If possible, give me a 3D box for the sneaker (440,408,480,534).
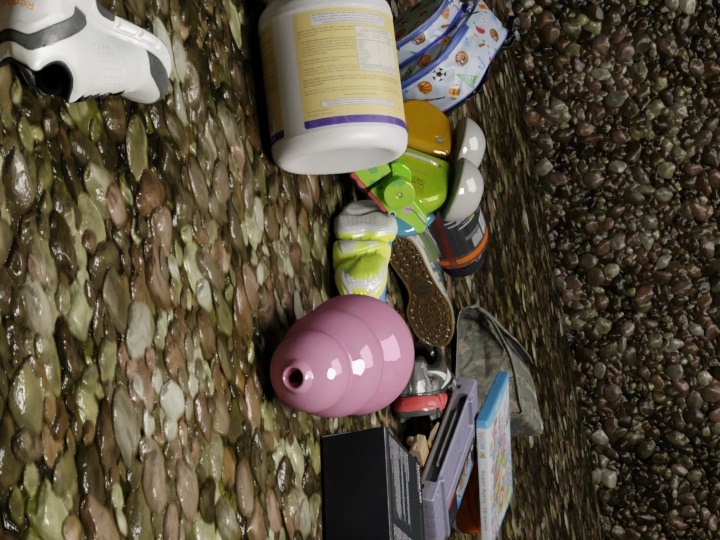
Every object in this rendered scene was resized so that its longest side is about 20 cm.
[{"bbox_3d":[0.158,0.279,2.054,0.073,0.077,0.201,5,74,-73],"label":"sneaker"}]

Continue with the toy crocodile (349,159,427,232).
[{"bbox_3d":[0.013,-0.120,1.656,0.200,0.062,0.068,49,15,-28],"label":"toy crocodile"}]

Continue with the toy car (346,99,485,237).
[{"bbox_3d":[0.061,-0.125,1.830,0.200,0.174,0.150,-83,-165,-48],"label":"toy car"}]

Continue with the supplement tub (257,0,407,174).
[{"bbox_3d":[-0.032,-0.213,1.494,0.145,0.145,0.201,21,61,-73],"label":"supplement tub"}]

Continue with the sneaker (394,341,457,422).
[{"bbox_3d":[0.089,0.141,1.883,0.200,0.071,0.098,-9,92,-74],"label":"sneaker"}]

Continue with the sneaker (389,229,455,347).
[{"bbox_3d":[0.092,0.005,1.977,0.090,0.067,0.201,-73,148,-49],"label":"sneaker"}]

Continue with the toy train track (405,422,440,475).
[{"bbox_3d":[0.077,0.269,1.828,0.200,0.032,0.115,75,30,-52],"label":"toy train track"}]

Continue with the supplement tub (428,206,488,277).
[{"bbox_3d":[0.128,-0.075,2.095,0.200,0.106,0.107,65,22,-49],"label":"supplement tub"}]

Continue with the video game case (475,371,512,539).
[{"bbox_3d":[0.187,0.261,1.967,0.143,0.018,0.201,-53,143,-60],"label":"video game case"}]

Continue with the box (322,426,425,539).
[{"bbox_3d":[0.017,0.286,1.511,0.141,0.079,0.201,49,35,-59],"label":"box"}]

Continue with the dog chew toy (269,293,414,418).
[{"bbox_3d":[-0.024,0.090,1.403,0.200,0.124,0.125,-14,94,-68],"label":"dog chew toy"}]

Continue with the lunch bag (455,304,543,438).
[{"bbox_3d":[0.215,0.163,2.269,0.164,0.117,0.201,48,30,-64],"label":"lunch bag"}]

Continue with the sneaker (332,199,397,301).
[{"bbox_3d":[0.000,0.000,1.671,0.200,0.075,0.105,-77,172,-57],"label":"sneaker"}]

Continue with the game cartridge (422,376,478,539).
[{"bbox_3d":[0.117,0.254,1.838,0.130,0.038,0.200,77,28,-44],"label":"game cartridge"}]

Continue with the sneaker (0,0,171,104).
[{"bbox_3d":[-0.200,-0.149,1.001,0.200,0.073,0.080,30,66,-66],"label":"sneaker"}]

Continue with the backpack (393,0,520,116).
[{"bbox_3d":[0.106,-0.297,2.005,0.154,0.200,0.191,39,41,-21],"label":"backpack"}]
